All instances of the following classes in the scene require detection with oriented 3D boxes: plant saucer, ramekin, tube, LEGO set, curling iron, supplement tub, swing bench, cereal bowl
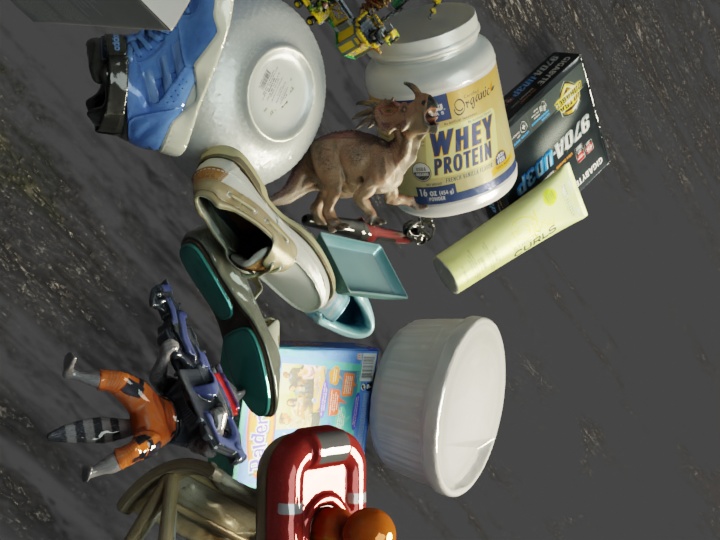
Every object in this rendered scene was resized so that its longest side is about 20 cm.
[{"bbox_3d":[0.000,0.000,1.703,0.070,0.019,0.200,62,14,11],"label":"plant saucer"},{"bbox_3d":[0.085,0.147,1.820,0.202,0.094,0.204,-32,126,-58],"label":"ramekin"},{"bbox_3d":[0.178,-0.046,1.892,0.199,0.052,0.058,-32,161,-15],"label":"tube"},{"bbox_3d":[0.032,-0.319,1.643,0.200,0.115,0.155,-38,102,-40],"label":"LEGO set"},{"bbox_3d":[0.009,-0.051,1.774,0.199,0.026,0.050,4,132,-43],"label":"curling iron"},{"bbox_3d":[0.085,-0.175,1.746,0.144,0.144,0.201,-35,122,-37],"label":"supplement tub"},{"bbox_3d":[-0.154,0.309,1.608,0.199,0.129,0.201,37,64,-43],"label":"swing bench"},{"bbox_3d":[-0.104,-0.176,1.592,0.199,0.083,0.202,-13,109,-45],"label":"cereal bowl"}]

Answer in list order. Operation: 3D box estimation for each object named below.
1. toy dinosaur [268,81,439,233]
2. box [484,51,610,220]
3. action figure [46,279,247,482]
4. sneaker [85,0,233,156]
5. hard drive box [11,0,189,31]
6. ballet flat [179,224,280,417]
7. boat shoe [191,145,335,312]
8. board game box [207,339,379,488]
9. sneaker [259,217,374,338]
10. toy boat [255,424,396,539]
[{"bbox_3d":[-0.006,-0.116,1.655,0.086,0.198,0.137,-50,131,-76],"label":"toy dinosaur"},{"bbox_3d":[0.217,-0.148,1.963,0.200,0.046,0.160,-42,126,-33],"label":"box"},{"bbox_3d":[-0.200,0.116,1.550,0.192,0.105,0.201,1,57,-39],"label":"action figure"},{"bbox_3d":[-0.188,-0.204,1.458,0.110,0.077,0.201,13,121,-19],"label":"sneaker"},{"bbox_3d":[-0.207,-0.291,1.372,0.077,0.199,0.157,43,66,-42],"label":"hard drive box"},{"bbox_3d":[-0.113,0.045,1.603,0.063,0.067,0.201,-28,96,-39],"label":"ballet flat"},{"bbox_3d":[-0.099,-0.025,1.561,0.200,0.074,0.069,50,37,-26],"label":"boat shoe"},{"bbox_3d":[-0.071,0.153,1.721,0.199,0.045,0.154,5,94,-47],"label":"board game box"},{"bbox_3d":[-0.047,0.010,1.678,0.200,0.082,0.074,33,95,-45],"label":"sneaker"},{"bbox_3d":[-0.022,0.254,1.563,0.130,0.130,0.202,-2,92,-49],"label":"toy boat"}]
